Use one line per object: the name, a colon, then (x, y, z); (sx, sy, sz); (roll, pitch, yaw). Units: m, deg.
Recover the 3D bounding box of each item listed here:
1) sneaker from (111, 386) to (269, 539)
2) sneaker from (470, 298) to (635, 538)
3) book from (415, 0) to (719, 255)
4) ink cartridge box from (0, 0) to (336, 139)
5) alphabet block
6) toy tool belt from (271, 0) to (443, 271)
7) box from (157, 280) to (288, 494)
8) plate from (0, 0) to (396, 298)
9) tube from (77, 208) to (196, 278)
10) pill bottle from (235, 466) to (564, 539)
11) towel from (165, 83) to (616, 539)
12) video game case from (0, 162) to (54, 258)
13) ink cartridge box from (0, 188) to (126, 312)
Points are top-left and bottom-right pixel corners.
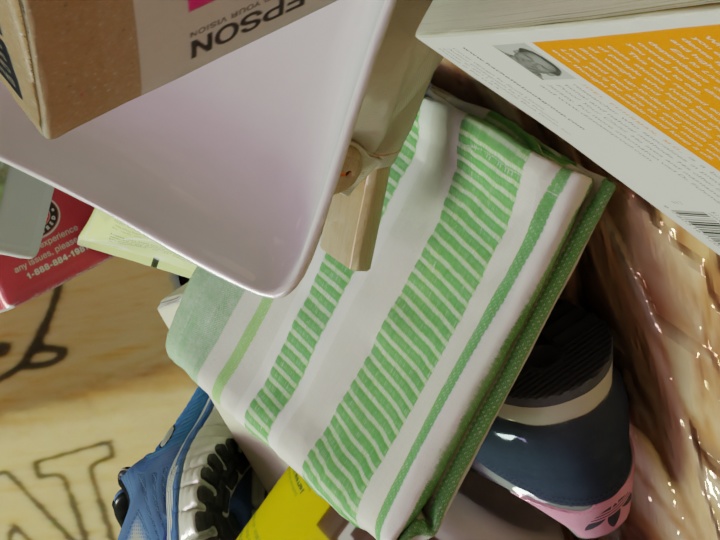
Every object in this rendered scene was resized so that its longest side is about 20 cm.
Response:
sneaker: (-0.074, 0.091, 0.981); (0.079, 0.089, 0.200); (56, -155, -16)
sneaker: (0.035, 0.039, 0.799); (0.200, 0.070, 0.082); (38, 151, 58)
book: (0.107, -0.033, 0.462); (0.133, 0.048, 0.200); (34, 169, -19)
ink cartridge box: (-0.034, -0.146, 0.519); (0.165, 0.199, 0.075); (53, 160, 28)
alphabet block: (-0.187, 0.081, 1.182); (0.196, 0.199, 0.197); (-113, 10, -46)
toy tool belt: (-0.046, -0.100, 0.744); (0.200, 0.124, 0.123); (52, 151, 32)
box: (-0.001, 0.079, 0.910); (0.201, 0.068, 0.082); (61, 152, -8)
plate: (-0.056, -0.117, 0.651); (0.199, 0.032, 0.201); (25, 99, 32)
tube: (-0.071, -0.057, 0.892); (0.058, 0.052, 0.200); (50, 147, 19)
pill bottle: (-0.016, 0.153, 0.818); (0.109, 0.200, 0.109); (33, -167, -9)
towel: (0.000, 0.000, 0.760); (0.023, 0.153, 0.200); (22, -172, -35)
video game case: (-0.161, -0.107, 0.723); (0.022, 0.200, 0.183); (14, 90, 34)
ink cartridge box: (-0.159, -0.099, 1.007); (0.201, 0.145, 0.083); (63, 163, -4)
